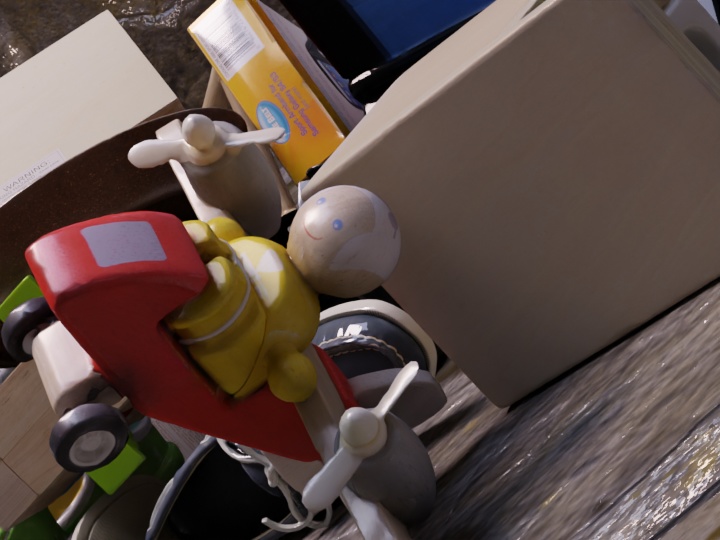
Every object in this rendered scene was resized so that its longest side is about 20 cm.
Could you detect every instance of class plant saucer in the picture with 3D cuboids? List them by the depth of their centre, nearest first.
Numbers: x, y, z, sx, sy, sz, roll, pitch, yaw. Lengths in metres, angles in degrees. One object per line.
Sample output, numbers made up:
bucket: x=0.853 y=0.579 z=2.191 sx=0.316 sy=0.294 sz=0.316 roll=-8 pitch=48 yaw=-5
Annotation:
plant saucer: x=-0.133 y=-0.008 z=1.445 sx=0.200 sy=0.034 sz=0.200 roll=-33 pitch=-14 yaw=-9

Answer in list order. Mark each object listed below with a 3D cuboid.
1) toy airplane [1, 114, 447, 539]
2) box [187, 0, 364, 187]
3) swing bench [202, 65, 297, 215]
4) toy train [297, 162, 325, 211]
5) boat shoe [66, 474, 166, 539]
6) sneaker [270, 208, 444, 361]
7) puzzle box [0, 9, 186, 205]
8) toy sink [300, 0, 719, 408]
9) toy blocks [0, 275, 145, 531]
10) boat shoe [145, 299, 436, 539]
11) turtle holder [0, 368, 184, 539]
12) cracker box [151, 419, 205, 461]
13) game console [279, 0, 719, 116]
toy airplane: x=-0.028 y=0.027 z=1.148 sx=0.141 sy=0.200 sz=0.199 roll=-47 pitch=3 yaw=20
box: x=-0.004 y=-0.069 z=1.529 sx=0.041 sy=0.119 sz=0.200 roll=-41 pitch=-30 yaw=10
swing bench: x=-0.160 y=-0.026 z=1.657 sx=0.199 sy=0.130 sz=0.200 roll=-21 pitch=-5 yaw=-22
toy train: x=0.067 y=-0.042 z=1.328 sx=0.200 sy=0.046 sz=0.034 roll=-8 pitch=67 yaw=23
boat shoe: x=-0.134 y=0.166 z=1.370 sx=0.068 sy=0.072 sz=0.200 roll=-34 pitch=14 yaw=32
sneaker: x=-0.002 y=0.002 z=1.445 sx=0.060 sy=0.104 sz=0.200 roll=-42 pitch=8 yaw=14
puzzle box: x=-0.190 y=-0.051 z=1.475 sx=0.200 sy=0.025 sz=0.133 roll=-33 pitch=33 yaw=-3
toy sink: x=0.097 y=-0.056 z=1.183 sx=0.200 sy=0.130 sz=0.112 roll=-37 pitch=10 yaw=44
toy blocks: x=-0.125 y=0.047 z=1.420 sx=0.200 sy=0.100 sz=0.137 roll=-47 pitch=-4 yaw=12
boat shoe: x=-0.038 y=0.084 z=1.318 sx=0.200 sy=0.075 sz=0.062 roll=-38 pitch=8 yaw=41
turtle holder: x=-0.177 y=0.130 z=1.549 sx=0.141 sy=0.132 sz=0.186 roll=-38 pitch=10 yaw=34
cracker box: x=-0.056 y=0.040 z=1.668 sx=0.200 sy=0.058 sz=0.134 roll=-35 pitch=10 yaw=42
game console: x=0.058 y=-0.119 z=1.355 sx=0.200 sy=0.119 sz=0.172 roll=-27 pitch=58 yaw=27
